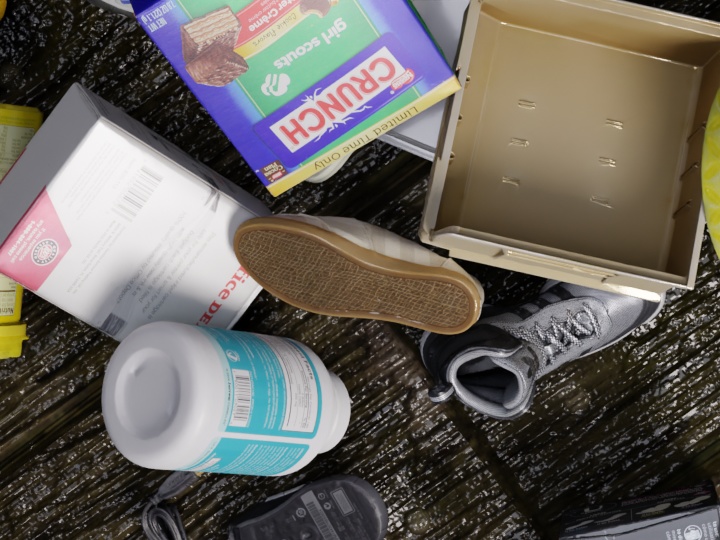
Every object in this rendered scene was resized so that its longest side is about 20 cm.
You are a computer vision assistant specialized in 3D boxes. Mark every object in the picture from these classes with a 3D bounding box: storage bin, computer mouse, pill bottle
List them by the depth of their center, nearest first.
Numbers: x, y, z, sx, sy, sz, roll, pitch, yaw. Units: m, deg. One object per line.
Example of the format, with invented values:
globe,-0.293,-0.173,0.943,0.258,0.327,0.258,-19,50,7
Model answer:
storage bin,0.161,-0.097,1.617,0.198,0.094,0.201,12,81,-3
pill bottle,-0.096,0.102,1.673,0.111,0.200,0.111,-7,79,37
computer mouse,-0.079,0.197,1.761,0.200,0.046,0.141,-33,94,20

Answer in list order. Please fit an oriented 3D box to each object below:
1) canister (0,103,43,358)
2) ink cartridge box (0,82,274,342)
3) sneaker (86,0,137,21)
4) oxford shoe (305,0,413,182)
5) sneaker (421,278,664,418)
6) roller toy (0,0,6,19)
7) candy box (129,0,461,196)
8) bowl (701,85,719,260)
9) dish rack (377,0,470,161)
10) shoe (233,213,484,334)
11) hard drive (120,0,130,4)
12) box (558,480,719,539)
canister,-0.333,-0.039,1.744,0.148,0.087,0.201,9,94,22
ink cartridge box,-0.178,-0.028,1.689,0.200,0.083,0.147,33,100,-32
sneaker,-0.134,-0.201,1.713,0.199,0.080,0.074,16,52,5
oxford shoe,-0.016,-0.166,1.683,0.075,0.058,0.200,33,106,40
sneaker,0.143,0.057,1.671,0.200,0.114,0.076,-19,110,10
roller toy,-0.354,-0.293,1.707,0.200,0.140,0.183,28,108,2
candy box,-0.049,-0.175,1.576,0.169,0.077,0.200,-31,129,9
bowl,0.352,-0.072,1.592,0.108,0.200,0.201,3,96,45
dish rack,0.080,-0.183,1.708,0.171,0.044,0.200,22,98,4
shoe,0.000,0.000,1.661,0.199,0.053,0.070,17,118,9
hard drive,-0.127,-0.284,1.658,0.132,0.200,0.025,-20,127,9
box,0.238,0.280,1.690,0.132,0.115,0.201,-13,94,7
